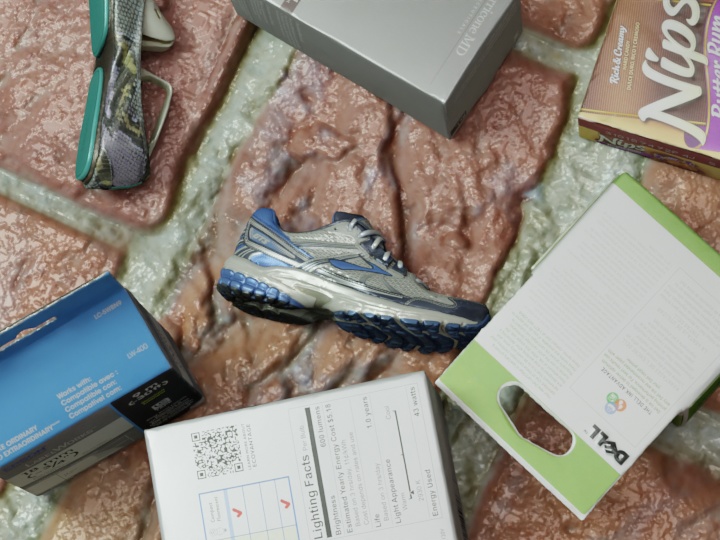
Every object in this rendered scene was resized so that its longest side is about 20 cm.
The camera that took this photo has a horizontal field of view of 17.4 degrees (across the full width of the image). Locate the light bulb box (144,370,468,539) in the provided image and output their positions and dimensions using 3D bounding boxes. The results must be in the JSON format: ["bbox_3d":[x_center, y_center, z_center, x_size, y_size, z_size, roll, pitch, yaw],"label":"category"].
[{"bbox_3d":[-0.028,0.190,1.611,0.199,0.125,0.200,-11,77,5],"label":"light bulb box"}]

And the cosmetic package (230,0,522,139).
[{"bbox_3d":[0.010,-0.195,1.713,0.199,0.090,0.107,29,79,15],"label":"cosmetic package"}]

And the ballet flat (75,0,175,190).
[{"bbox_3d":[-0.172,-0.155,1.744,0.071,0.072,0.202,0,78,7],"label":"ballet flat"}]

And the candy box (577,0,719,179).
[{"bbox_3d":[0.241,-0.178,1.697,0.116,0.056,0.201,18,79,10],"label":"candy box"}]

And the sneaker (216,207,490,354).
[{"bbox_3d":[0.000,0.000,1.677,0.199,0.077,0.086,14,75,9],"label":"sneaker"}]

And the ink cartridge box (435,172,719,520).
[{"bbox_3d":[0.171,0.056,1.643,0.148,0.076,0.200,43,86,13],"label":"ink cartridge box"}]

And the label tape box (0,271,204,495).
[{"bbox_3d":[-0.199,0.083,1.608,0.144,0.200,0.064,-30,76,-1],"label":"label tape box"}]
